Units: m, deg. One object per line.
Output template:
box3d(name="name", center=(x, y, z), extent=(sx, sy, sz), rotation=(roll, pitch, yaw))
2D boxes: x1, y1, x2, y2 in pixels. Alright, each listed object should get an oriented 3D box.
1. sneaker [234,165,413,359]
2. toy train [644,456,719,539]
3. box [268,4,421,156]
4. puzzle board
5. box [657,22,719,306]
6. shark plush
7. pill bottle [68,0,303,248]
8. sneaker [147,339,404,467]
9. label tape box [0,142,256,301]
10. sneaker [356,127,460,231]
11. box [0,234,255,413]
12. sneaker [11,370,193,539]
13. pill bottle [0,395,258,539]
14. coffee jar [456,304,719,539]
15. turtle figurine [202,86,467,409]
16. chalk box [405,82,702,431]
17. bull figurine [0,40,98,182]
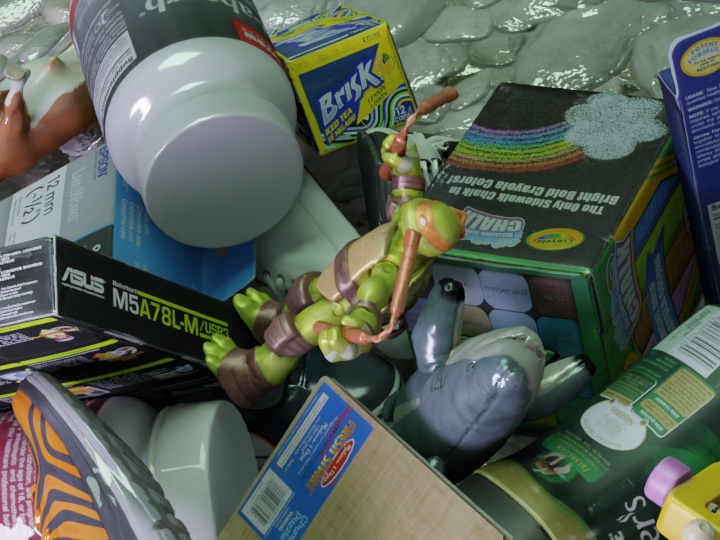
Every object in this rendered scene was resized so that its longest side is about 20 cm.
box3d(name="sneaker", center=(-0.026, 0.011, 1.303), extent=(0.085, 0.073, 0.200), rotation=(-38, 35, -2))
box3d(name="toy train", center=(0.205, 0.148, 0.998), extent=(0.199, 0.056, 0.150), rotation=(0, 33, -28))
box3d(name="box", center=(-0.018, -0.124, 1.392), extent=(0.070, 0.065, 0.200), rotation=(-22, 13, -4))
box3d(name="puzzle board", center=(-0.025, 0.171, 1.053), extent=(0.151, 0.017, 0.200), rotation=(39, 99, 44))
box3d(name="box", center=(0.230, -0.068, 1.175), extent=(0.121, 0.201, 0.032), rotation=(-21, 39, -3))
box3d(name="shark plush", center=(0.027, 0.088, 1.087), extent=(0.200, 0.091, 0.083), rotation=(-41, 17, 32))
box3d(name="pill bottle", center=(-0.103, -0.109, 1.307), extent=(0.115, 0.116, 0.200), rotation=(-21, 42, -3))
box3d(name="sneaker", center=(-0.077, 0.063, 1.243), extent=(0.199, 0.080, 0.079), rotation=(-7, 39, 12))
box3d(name="label tape box", center=(-0.162, -0.008, 1.332), extent=(0.199, 0.066, 0.144), rotation=(-29, 35, 18))
box3d(name="sneaker", center=(0.044, -0.051, 1.278), extent=(0.088, 0.074, 0.200), rotation=(-7, 4, 3))
box3d(name="box", center=(-0.185, 0.040, 1.139), extent=(0.199, 0.193, 0.048), rotation=(-12, 70, 26))
box3d(name="sneaker", center=(-0.144, 0.137, 1.041), extent=(0.112, 0.078, 0.200), rotation=(-41, 46, 0))
box3d(name="pill bottle", center=(-0.160, 0.129, 1.167), extent=(0.199, 0.114, 0.114), rotation=(-8, 39, 14))
box3d(name="coffee jar", center=(0.130, 0.111, 1.079), extent=(0.200, 0.105, 0.085), rotation=(-34, 41, -18))
box3d(name="turtle figurine", center=(0.000, 0.000, 1.114), extent=(0.161, 0.064, 0.200), rotation=(-34, 27, 34))
box3d(name="chalk box", center=(0.099, 0.008, 1.196), extent=(0.124, 0.124, 0.200), rotation=(9, 44, 29))
box3d(name="bull figurine", center=(-0.229, -0.112, 1.492), extent=(0.065, 0.122, 0.200), rotation=(34, 53, 19))
